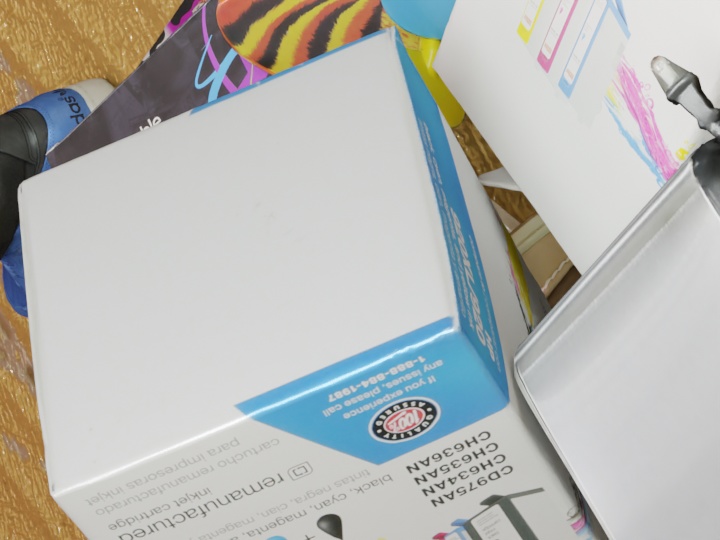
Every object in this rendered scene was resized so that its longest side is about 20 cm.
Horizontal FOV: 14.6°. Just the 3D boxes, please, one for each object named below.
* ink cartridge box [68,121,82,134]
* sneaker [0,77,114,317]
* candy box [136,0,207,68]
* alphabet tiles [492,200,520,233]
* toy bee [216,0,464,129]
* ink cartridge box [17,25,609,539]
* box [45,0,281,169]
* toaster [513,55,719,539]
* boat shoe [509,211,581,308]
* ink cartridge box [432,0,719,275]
[{"bbox_3d":[-0.057,0.006,1.279,0.200,0.037,0.095,50,149,-8],"label":"ink cartridge box"},{"bbox_3d":[-0.204,-0.028,1.584,0.077,0.111,0.200,62,149,20],"label":"sneaker"},{"bbox_3d":[-0.046,-0.061,1.344,0.137,0.061,0.200,64,149,11],"label":"candy box"},{"bbox_3d":[0.000,0.000,1.251,0.200,0.015,0.196,40,147,6],"label":"alphabet tiles"},{"bbox_3d":[0.049,-0.104,1.103,0.199,0.131,0.109,-2,137,37],"label":"toy bee"},{"bbox_3d":[-0.006,0.052,0.974,0.200,0.147,0.145,56,-165,-45],"label":"ink cartridge box"},{"bbox_3d":[-0.045,-0.002,1.173,0.143,0.036,0.201,-38,71,38],"label":"box"},{"bbox_3d":[0.164,0.045,0.889,0.119,0.180,0.200,-47,62,33],"label":"toaster"},{"bbox_3d":[0.063,0.054,1.153,0.066,0.074,0.200,49,124,30],"label":"boat shoe"},{"bbox_3d":[0.124,-0.091,0.964,0.125,0.128,0.200,56,148,28],"label":"ink cartridge box"}]
